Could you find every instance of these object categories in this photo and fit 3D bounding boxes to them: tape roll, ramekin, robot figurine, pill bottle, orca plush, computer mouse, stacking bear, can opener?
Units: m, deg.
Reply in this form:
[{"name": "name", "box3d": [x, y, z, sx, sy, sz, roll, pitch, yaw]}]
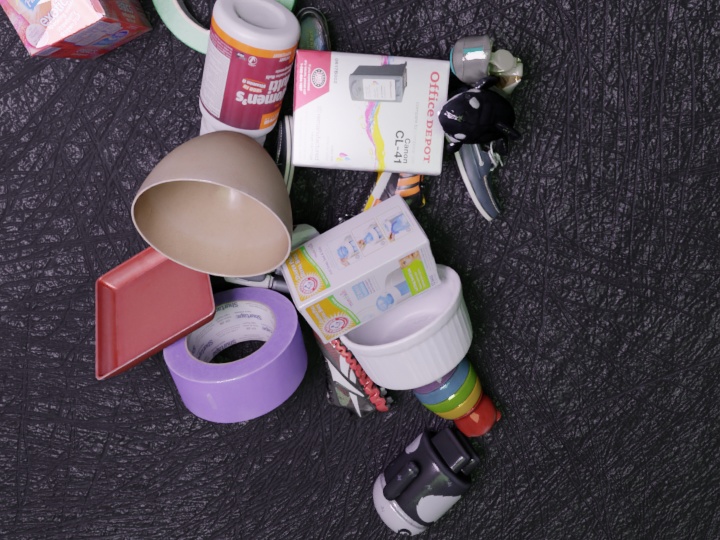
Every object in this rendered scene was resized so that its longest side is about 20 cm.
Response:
[{"name": "tape roll", "box3d": [-0.183, -0.394, 0.804, 0.198, 0.048, 0.203, -1, 108, -4]}, {"name": "ramekin", "box3d": [0.073, 0.086, 0.902, 0.199, 0.201, 0.098, -25, 116, 5]}, {"name": "robot figurine", "box3d": [0.112, 0.366, 1.028, 0.150, 0.125, 0.200, 41, 101, -12]}, {"name": "pill bottle", "box3d": [-0.154, -0.247, 0.785, 0.109, 0.110, 0.201, 18, 136, -9]}, {"name": "orca plush", "box3d": [0.171, -0.177, 0.767, 0.071, 0.200, 0.106, 42, 102, 23]}, {"name": "computer mouse", "box3d": [-0.095, -0.031, 0.884, 0.198, 0.044, 0.110, -7, 144, -12]}, {"name": "stacking bear", "box3d": [0.153, 0.197, 0.989, 0.121, 0.114, 0.200, -39, 111, 9]}, {"name": "can opener", "box3d": [-0.122, 0.015, 0.935, 0.198, 0.067, 0.053, 11, 111, -12]}, {"name": "tape roll", "box3d": [-0.183, 0.120, 0.883, 0.198, 0.201, 0.086, -9, 126, 0]}]

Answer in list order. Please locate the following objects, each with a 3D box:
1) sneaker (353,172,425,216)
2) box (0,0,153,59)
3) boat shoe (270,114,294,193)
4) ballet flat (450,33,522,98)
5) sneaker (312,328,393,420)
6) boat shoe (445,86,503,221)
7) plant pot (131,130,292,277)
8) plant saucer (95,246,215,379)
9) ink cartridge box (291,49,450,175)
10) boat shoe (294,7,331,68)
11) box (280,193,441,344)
[{"name": "sneaker", "box3d": [0.071, -0.140, 0.895, 0.089, 0.070, 0.201, 27, 109, -17]}, {"name": "box", "box3d": [-0.347, -0.329, 0.734, 0.102, 0.200, 0.095, -23, 108, 5]}, {"name": "boat shoe", "box3d": [-0.135, -0.132, 0.880, 0.062, 0.075, 0.202, 12, 112, -14]}, {"name": "ballet flat", "box3d": [0.184, -0.265, 0.793, 0.063, 0.199, 0.068, 0, 95, 31]}, {"name": "sneaker", "box3d": [-0.031, 0.171, 0.984, 0.097, 0.071, 0.201, -32, 108, 5]}, {"name": "boat shoe", "box3d": [0.173, -0.173, 0.887, 0.061, 0.075, 0.201, -23, 99, 16]}, {"name": "plant pot", "box3d": [-0.178, -0.101, 0.776, 0.198, 0.136, 0.201, 5, 146, 3]}, {"name": "plant saucer", "box3d": [-0.301, 0.044, 0.880, 0.198, 0.201, 0.037, -30, 138, 7]}, {"name": "ink cartridge box", "box3d": [0.012, -0.207, 0.788, 0.198, 0.086, 0.149, 4, 102, 1]}, {"name": "boat shoe", "box3d": [-0.066, -0.267, 0.847, 0.068, 0.057, 0.202, -7, 108, -1]}, {"name": "box", "box3d": [0.000, 0.000, 0.855, 0.199, 0.102, 0.113, -27, 142, 0]}]
